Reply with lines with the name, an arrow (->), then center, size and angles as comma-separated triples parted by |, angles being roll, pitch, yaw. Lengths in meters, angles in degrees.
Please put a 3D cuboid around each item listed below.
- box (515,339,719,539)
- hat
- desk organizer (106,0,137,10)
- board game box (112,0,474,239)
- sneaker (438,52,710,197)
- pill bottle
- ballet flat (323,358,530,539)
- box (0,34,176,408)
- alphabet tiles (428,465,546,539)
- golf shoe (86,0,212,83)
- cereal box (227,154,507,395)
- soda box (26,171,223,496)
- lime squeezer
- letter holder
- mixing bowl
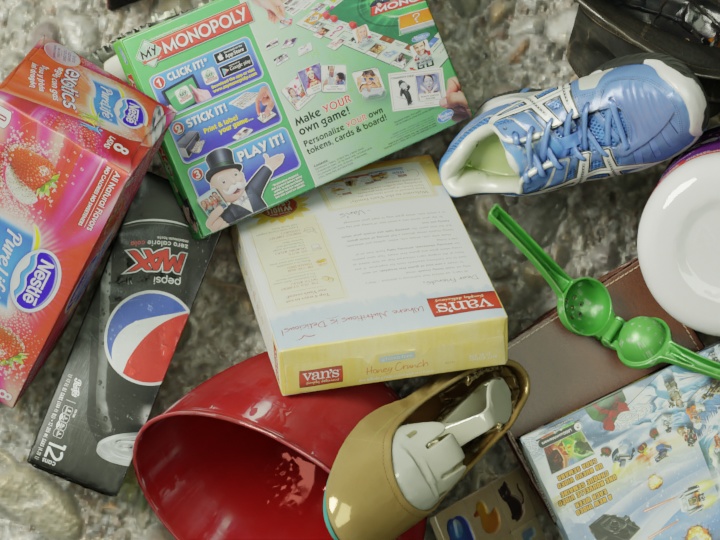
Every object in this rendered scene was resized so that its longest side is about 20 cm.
box -> 0.214, 0.124, 1.494 | 0.199, 0.040, 0.138 | -24, 87, -4
hat -> 0.191, -0.148, 1.580 | 0.199, 0.201, 0.081 | 21, 120, -4
desk organizer -> -0.086, -0.247, 1.583 | 0.199, 0.072, 0.078 | -20, 85, -7
board game box -> -0.041, -0.121, 1.531 | 0.199, 0.029, 0.135 | -24, 95, -16
sneaker -> 0.134, -0.081, 1.513 | 0.077, 0.199, 0.076 | -39, 106, -43
pill bottle -> 0.238, -0.032, 1.523 | 0.111, 0.200, 0.113 | 2, 102, 11
ballet flat -> 0.043, 0.099, 1.421 | 0.063, 0.200, 0.069 | -21, 102, 33
box -> -0.206, -0.029, 1.488 | 0.099, 0.096, 0.201 | 30, 121, -2
alphabet tiles -> 0.112, 0.213, 1.520 | 0.199, 0.008, 0.168 | -22, 90, -52
golf shoe -> -0.079, -0.135, 1.572 | 0.198, 0.077, 0.089 | -12, 91, -7
cereal box -> 0.000, 0.000, 1.511 | 0.143, 0.200, 0.040 | -8, 124, -9
soda box -> -0.150, 0.042, 1.549 | 0.063, 0.071, 0.201 | 22, 83, -6
lime squeezer -> 0.163, 0.026, 1.479 | 0.199, 0.071, 0.038 | 34, 55, 10
letter holder -> 0.172, 0.115, 1.562 | 0.142, 0.101, 0.201 | -32, 89, -6
mixing bowl -> -0.032, 0.121, 1.510 | 0.199, 0.200, 0.109 | 35, 57, -2
